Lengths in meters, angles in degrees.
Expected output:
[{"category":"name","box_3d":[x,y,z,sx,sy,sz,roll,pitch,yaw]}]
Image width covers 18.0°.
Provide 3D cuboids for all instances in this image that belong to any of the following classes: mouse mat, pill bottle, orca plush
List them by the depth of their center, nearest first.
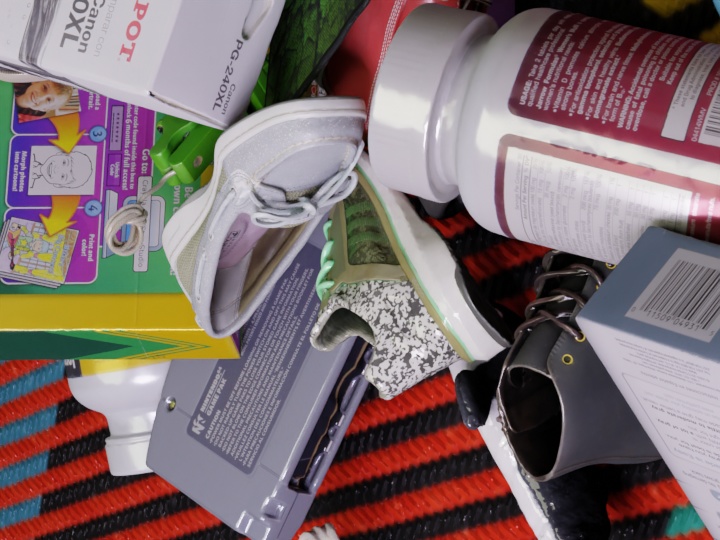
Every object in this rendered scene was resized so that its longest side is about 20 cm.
[{"category":"pill bottle","box_3d":[0.112,-0.060,1.049,0.200,0.110,0.110,15,114,21]},{"category":"mouse mat","box_3d":[-0.018,-0.173,1.182,0.200,0.008,0.161,136,141,-64]},{"category":"orca plush","box_3d":[0.104,0.086,1.185,0.071,0.105,0.200,-32,41,12]},{"category":"pill bottle","box_3d":[-0.138,0.024,1.443,0.112,0.112,0.200,-10,91,52]}]

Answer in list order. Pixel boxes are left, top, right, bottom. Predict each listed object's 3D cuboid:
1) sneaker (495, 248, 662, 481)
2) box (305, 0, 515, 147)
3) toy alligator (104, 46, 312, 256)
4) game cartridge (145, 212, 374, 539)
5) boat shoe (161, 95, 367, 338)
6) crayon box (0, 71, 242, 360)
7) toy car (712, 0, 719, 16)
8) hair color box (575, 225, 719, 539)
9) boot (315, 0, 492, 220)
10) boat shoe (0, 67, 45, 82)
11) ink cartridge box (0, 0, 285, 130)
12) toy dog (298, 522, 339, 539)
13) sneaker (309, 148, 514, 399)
[{"category":"sneaker","box_3d":[0.115,0.001,1.121,0.075,0.106,0.200,-6,94,52]},{"category":"box","box_3d":[0.025,-0.164,1.245,0.137,0.039,0.200,17,112,47]},{"category":"toy alligator","box_3d":[-0.088,-0.087,1.303,0.054,0.200,0.059,22,152,48]},{"category":"game cartridge","box_3d":[-0.050,0.048,1.344,0.133,0.041,0.200,29,95,40]},{"category":"boat shoe","box_3d":[-0.048,-0.031,1.207,0.202,0.074,0.065,-43,59,52]},{"category":"crayon box","box_3d":[-0.154,-0.048,1.350,0.058,0.172,0.200,82,-171,-68]},{"category":"toy car","box_3d":[0.132,-0.201,0.970,0.177,0.200,0.185,-38,69,49]},{"category":"hair color box","box_3d":[0.185,0.076,1.003,0.099,0.061,0.200,19,151,48]},{"category":"boot","box_3d":[0.056,-0.122,1.142,0.144,0.072,0.200,52,140,23]},{"category":"boat shoe","box_3d":[-0.132,-0.159,1.327,0.063,0.200,0.073,79,178,-66]},{"category":"ink cartridge box","box_3d":[-0.141,-0.171,1.213,0.200,0.083,0.145,17,88,32]},{"category":"toy dog","box_3d":[0.035,0.239,1.321,0.200,0.096,0.132,-127,39,-51]},{"category":"sneaker","box_3d":[0.000,0.000,1.216,0.077,0.089,0.200,55,178,-36]}]
